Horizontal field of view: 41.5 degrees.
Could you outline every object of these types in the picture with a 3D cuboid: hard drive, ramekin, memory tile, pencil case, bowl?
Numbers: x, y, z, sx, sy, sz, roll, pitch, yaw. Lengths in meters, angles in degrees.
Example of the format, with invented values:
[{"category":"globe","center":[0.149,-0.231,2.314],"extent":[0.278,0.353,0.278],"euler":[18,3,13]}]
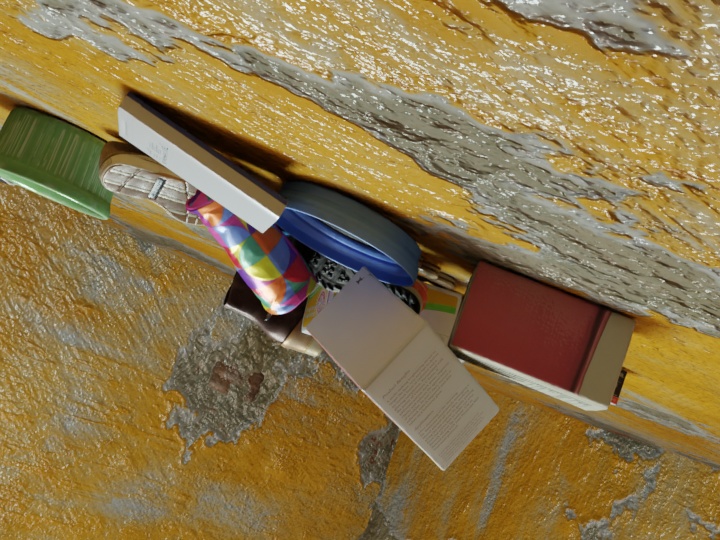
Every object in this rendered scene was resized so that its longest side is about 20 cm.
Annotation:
[{"category":"hard drive","center":[-0.176,-0.114,1.046],"extent":[0.198,0.026,0.132],"euler":[34,169,-9]},{"category":"ramekin","center":[-0.451,-0.161,1.415],"extent":[0.196,0.100,0.200],"euler":[22,173,3]},{"category":"memory tile","center":[0.036,-0.020,1.318],"extent":[0.151,0.017,0.199],"euler":[16,171,40]},{"category":"pencil case","center":[-0.136,-0.033,1.196],"extent":[0.088,0.089,0.202],"euler":[13,143,51]},{"category":"bowl","center":[-0.017,-0.044,1.128],"extent":[0.197,0.040,0.201],"euler":[26,170,5]}]

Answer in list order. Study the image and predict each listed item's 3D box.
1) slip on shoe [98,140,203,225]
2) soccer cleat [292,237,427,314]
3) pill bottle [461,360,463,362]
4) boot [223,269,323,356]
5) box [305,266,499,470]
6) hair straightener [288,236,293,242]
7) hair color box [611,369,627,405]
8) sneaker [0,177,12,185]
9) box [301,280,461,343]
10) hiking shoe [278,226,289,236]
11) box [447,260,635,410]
[{"category":"slip on shoe","center":[-0.278,-0.124,1.340],"extent":[0.197,0.076,0.061],"euler":[17,-143,-36]},{"category":"soccer cleat","center":[0.000,0.000,1.268],"extent":[0.197,0.069,0.073],"euler":[29,-152,8]},{"category":"pill bottle","center":[0.132,0.100,1.539],"extent":[0.107,0.111,0.200],"euler":[21,173,-2]},{"category":"boot","center":[-0.101,0.016,1.426],"extent":[0.164,0.202,0.072],"euler":[31,142,-10]},{"category":"box","center":[0.052,0.120,1.155],"extent":[0.200,0.106,0.152],"euler":[48,176,-39]},{"category":"hair straightener","center":[-0.093,-0.044,1.410],"extent":[0.198,0.042,0.076],"euler":[22,175,45]},{"category":"hair color box","center":[0.357,0.174,1.613],"extent":[0.100,0.062,0.200],"euler":[24,172,-9]},{"category":"sneaker","center":[-0.769,-0.231,1.983],"extent":[0.078,0.080,0.198],"euler":[22,-174,36]},{"category":"box","center":[0.029,0.062,1.356],"extent":[0.196,0.104,0.112],"euler":[17,167,-15]},{"category":"hiking shoe","center":[-0.130,-0.049,1.315],"extent":[0.073,0.088,0.200],"euler":[23,173,-14]},{"category":"box","center":[0.211,0.081,1.144],"extent":[0.196,0.111,0.128],"euler":[21,173,5]}]
